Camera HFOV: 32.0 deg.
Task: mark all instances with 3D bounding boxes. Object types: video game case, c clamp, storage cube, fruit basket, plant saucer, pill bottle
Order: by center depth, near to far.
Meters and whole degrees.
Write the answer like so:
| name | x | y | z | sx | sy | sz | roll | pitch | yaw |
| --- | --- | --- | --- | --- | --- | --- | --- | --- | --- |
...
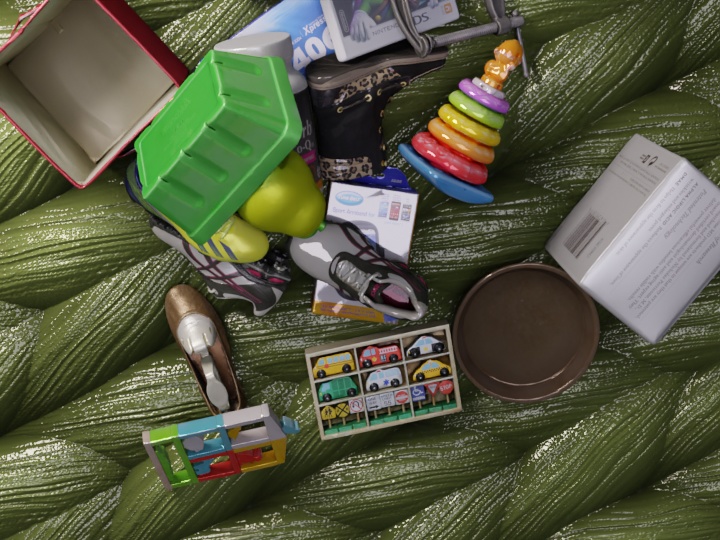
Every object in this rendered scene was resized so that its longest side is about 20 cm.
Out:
| name | x | y | z | sx | sy | sz | roll | pitch | yaw |
| --- | --- | --- | --- | --- | --- | --- | --- | --- | --- |
| fruit basket | -0.126 | -0.122 | 1.415 | 0.212 | 0.157 | 0.217 | -11 | 141 | -9 |
| storage cube | -0.322 | -0.229 | 1.487 | 0.171 | 0.180 | 0.200 | -43 | 105 | 8 |
| pill bottle | -0.114 | -0.176 | 1.510 | 0.115 | 0.117 | 0.203 | -10 | 110 | -3 |
| video game case | 0.020 | -0.377 | 1.520 | 0.180 | 0.023 | 0.203 | -25 | 104 | -28 |
| c clamp | 0.124 | -0.315 | 1.551 | 0.198 | 0.027 | 0.174 | -13 | 96 | -30 |
| plant saucer | 0.221 | 0.081 | 1.684 | 0.197 | 0.030 | 0.203 | 0 | 110 | 0 |

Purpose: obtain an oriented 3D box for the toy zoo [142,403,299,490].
| name | x | y | z | sx | sy | sz | roll | pitch | yaw |
| --- | --- | --- | --- | --- | --- | --- | --- | --- | --- |
| toy zoo | -0.177 | 0.231 | 1.660 | 0.197 | 0.021 | 0.132 | -12 | 143 | -2 |

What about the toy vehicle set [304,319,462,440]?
| name | x | y | z | sx | sy | sz | roll | pitch | yaw |
| --- | --- | --- | --- | --- | --- | --- | --- | --- | --- |
| toy vehicle set | 0.031 | 0.147 | 1.694 | 0.197 | 0.027 | 0.126 | -12 | 105 | -2 |

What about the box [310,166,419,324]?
| name | x | y | z | sx | sy | sz | roll | pitch | yaw |
| --- | --- | --- | --- | --- | --- | --- | --- | --- | --- |
| box | 0.006 | -0.036 | 1.640 | 0.117 | 0.042 | 0.203 | 7 | 105 | -7 |

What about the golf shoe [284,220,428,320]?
| name | x | y | z | sx | sy | sz | roll | pitch | yaw |
| --- | --- | --- | --- | --- | --- | --- | --- | --- | --- |
| golf shoe | 0.000 | 0.000 | 1.577 | 0.198 | 0.088 | 0.078 | 25 | 101 | -9 |

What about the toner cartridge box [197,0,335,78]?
| name | x | y | z | sx | sy | sz | roll | pitch | yaw |
| --- | --- | --- | --- | --- | --- | --- | --- | --- | --- |
| toner cartridge box | -0.097 | -0.278 | 1.567 | 0.199 | 0.043 | 0.095 | -36 | 103 | 4 |

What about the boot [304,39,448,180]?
| name | x | y | z | sx | sy | sz | roll | pitch | yaw |
| --- | --- | --- | --- | --- | --- | --- | --- | --- | --- |
| boot | 0.021 | -0.205 | 1.578 | 0.198 | 0.073 | 0.152 | -21 | 126 | -29 |

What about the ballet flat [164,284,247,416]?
| name | x | y | z | sx | sy | sz | roll | pitch | yaw |
| --- | --- | --- | --- | --- | --- | --- | --- | --- | --- |
| ballet flat | -0.201 | 0.116 | 1.641 | 0.067 | 0.072 | 0.203 | -18 | 105 | -1 |

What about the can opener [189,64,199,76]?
| name | x | y | z | sx | sy | sz | roll | pitch | yaw |
| --- | --- | --- | --- | --- | --- | --- | --- | --- | --- |
| can opener | -0.205 | -0.159 | 1.542 | 0.078 | 0.064 | 0.201 | -3 | 139 | -22 |

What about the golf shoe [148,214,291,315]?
| name | x | y | z | sx | sy | sz | roll | pitch | yaw |
| --- | --- | --- | --- | --- | --- | --- | --- | --- | --- |
| golf shoe | -0.188 | -0.011 | 1.612 | 0.198 | 0.077 | 0.089 | 27 | 115 | -5 |

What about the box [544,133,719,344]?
| name | x | y | z | sx | sy | sz | roll | pitch | yaw |
| --- | --- | --- | --- | --- | --- | --- | --- | --- | --- |
| box | 0.359 | -0.044 | 1.587 | 0.130 | 0.199 | 0.201 | 37 | 99 | -13 |

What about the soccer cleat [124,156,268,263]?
| name | x | y | z | sx | sy | sz | roll | pitch | yaw |
| --- | --- | --- | --- | --- | --- | --- | --- | --- | --- |
| soccer cleat | -0.199 | -0.075 | 1.528 | 0.199 | 0.084 | 0.065 | 31 | 61 | -1 |

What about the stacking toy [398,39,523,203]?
| name | x | y | z | sx | sy | sz | roll | pitch | yaw |
| --- | --- | --- | --- | --- | --- | --- | --- | --- | --- |
| stacking toy | 0.143 | -0.197 | 1.561 | 0.115 | 0.110 | 0.202 | 17 | 108 | -35 |
